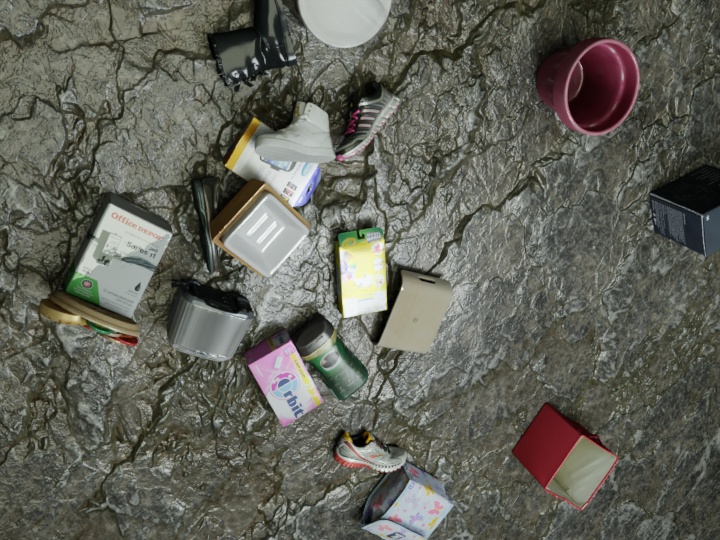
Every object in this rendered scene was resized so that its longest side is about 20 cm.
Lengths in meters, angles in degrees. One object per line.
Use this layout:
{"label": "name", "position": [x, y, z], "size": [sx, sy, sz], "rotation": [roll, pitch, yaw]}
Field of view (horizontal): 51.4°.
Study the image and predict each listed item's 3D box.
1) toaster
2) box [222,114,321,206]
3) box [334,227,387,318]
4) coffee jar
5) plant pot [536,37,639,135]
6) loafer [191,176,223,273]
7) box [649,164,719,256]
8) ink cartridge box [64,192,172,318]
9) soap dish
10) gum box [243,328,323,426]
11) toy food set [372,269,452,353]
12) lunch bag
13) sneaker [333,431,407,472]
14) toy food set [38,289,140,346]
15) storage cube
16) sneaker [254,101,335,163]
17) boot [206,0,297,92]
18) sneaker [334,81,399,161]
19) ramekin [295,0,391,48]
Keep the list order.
{"label": "toaster", "position": [-0.333, 0.108, 1.606], "size": [0.196, 0.114, 0.132], "rotation": [18, 104, -27]}
{"label": "box", "position": [-0.180, -0.223, 1.586], "size": [0.198, 0.041, 0.120], "rotation": [32, 96, -30]}
{"label": "box", "position": [0.000, 0.000, 1.730], "size": [0.114, 0.048, 0.205], "rotation": [-9, 114, -17]}
{"label": "coffee jar", "position": [-0.071, 0.202, 1.754], "size": [0.103, 0.085, 0.202], "rotation": [-37, 118, -2]}
{"label": "plant pot", "position": [0.495, -0.423, 1.689], "size": [0.195, 0.179, 0.205], "rotation": [-7, 112, -18]}
{"label": "loafer", "position": [-0.307, -0.095, 1.569], "size": [0.061, 0.072, 0.205], "rotation": [-14, 111, -21]}
{"label": "box", "position": [0.890, -0.158, 1.924], "size": [0.196, 0.197, 0.126], "rotation": [-24, 116, -10]}
{"label": "ink cartridge box", "position": [-0.487, -0.030, 1.513], "size": [0.144, 0.083, 0.203], "rotation": [25, 98, -27]}
{"label": "soap dish", "position": [-0.210, -0.089, 1.562], "size": [0.158, 0.081, 0.200], "rotation": [-46, 147, 1]}
{"label": "gum box", "position": [-0.175, 0.255, 1.743], "size": [0.112, 0.066, 0.203], "rotation": [-28, 117, -7]}
{"label": "toy food set", "position": [0.124, 0.105, 1.816], "size": [0.140, 0.061, 0.204], "rotation": [12, 112, -25]}
{"label": "lunch bag", "position": [0.118, 0.628, 1.960], "size": [0.168, 0.128, 0.201], "rotation": [34, 102, -25]}
{"label": "sneaker", "position": [0.032, 0.455, 1.889], "size": [0.195, 0.078, 0.084], "rotation": [11, 104, -24]}
{"label": "toy food set", "position": [-0.526, 0.095, 1.479], "size": [0.194, 0.200, 0.050], "rotation": [26, 85, -10]}
{"label": "storage cube", "position": [0.559, 0.505, 2.050], "size": [0.169, 0.180, 0.202], "rotation": [31, 96, -27]}
{"label": "sneaker", "position": [-0.140, -0.288, 1.531], "size": [0.197, 0.073, 0.119], "rotation": [-1, 82, -46]}
{"label": "boot", "position": [-0.221, -0.467, 1.466], "size": [0.159, 0.073, 0.203], "rotation": [-19, 115, -10]}
{"label": "sneaker", "position": [-0.002, -0.322, 1.588], "size": [0.087, 0.073, 0.201], "rotation": [44, 73, -19]}
{"label": "ramekin", "position": [-0.041, -0.551, 1.487], "size": [0.197, 0.094, 0.208], "rotation": [-7, 111, -17]}
